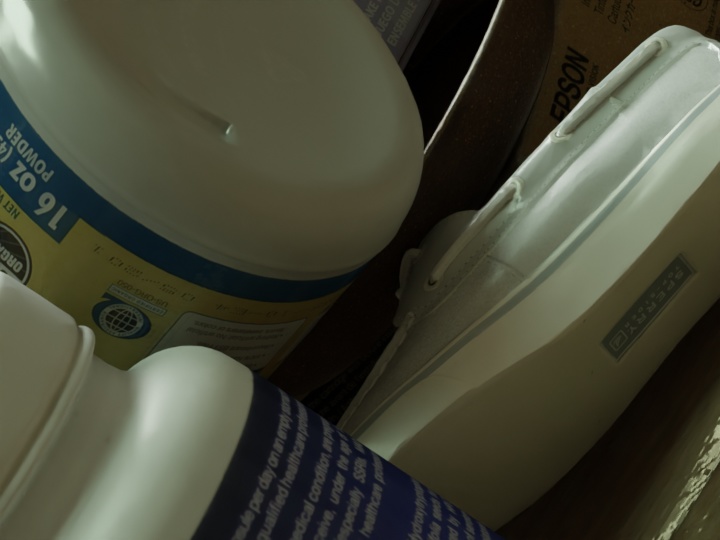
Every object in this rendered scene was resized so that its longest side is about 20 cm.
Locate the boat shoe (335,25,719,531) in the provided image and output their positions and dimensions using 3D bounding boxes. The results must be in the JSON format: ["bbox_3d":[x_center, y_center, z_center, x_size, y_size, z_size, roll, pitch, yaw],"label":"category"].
[{"bbox_3d":[0.048,0.006,0.884,0.200,0.072,0.069,-49,52,1],"label":"boat shoe"}]

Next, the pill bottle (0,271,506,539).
[{"bbox_3d":[-0.039,0.091,0.791,0.120,0.200,0.120,-51,14,18],"label":"pill bottle"}]

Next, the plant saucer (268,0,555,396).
[{"bbox_3d":[0.005,-0.034,0.987,0.200,0.034,0.200,-50,17,21],"label":"plant saucer"}]

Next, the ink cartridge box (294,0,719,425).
[{"bbox_3d":[0.052,-0.033,1.051,0.165,0.075,0.200,-44,18,38],"label":"ink cartridge box"}]

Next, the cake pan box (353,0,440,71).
[{"bbox_3d":[-0.014,-0.110,1.047,0.184,0.052,0.200,-60,15,-18],"label":"cake pan box"}]

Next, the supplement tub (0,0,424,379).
[{"bbox_3d":[-0.091,-0.004,0.889,0.200,0.145,0.145,-49,14,33],"label":"supplement tub"}]
